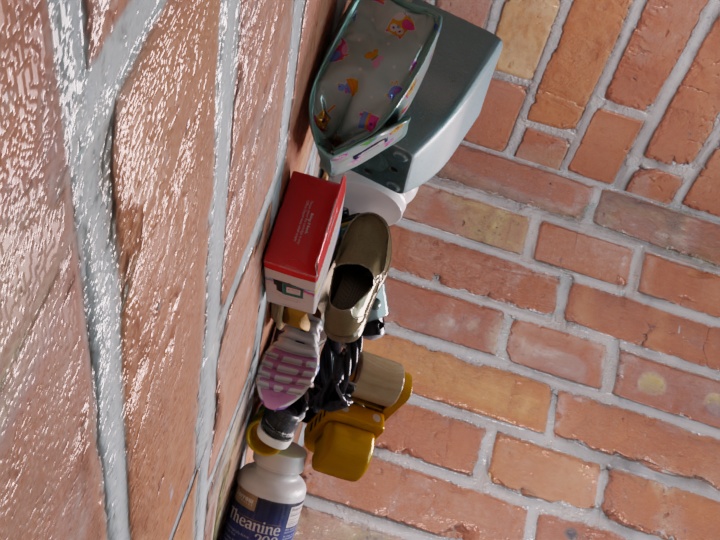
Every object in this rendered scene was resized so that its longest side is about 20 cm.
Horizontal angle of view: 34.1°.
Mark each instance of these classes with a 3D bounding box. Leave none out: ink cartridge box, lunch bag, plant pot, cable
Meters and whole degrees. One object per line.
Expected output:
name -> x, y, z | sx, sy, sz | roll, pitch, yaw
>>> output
ink cartridge box -> -0.065, -0.036, 1.371 | 0.200, 0.066, 0.118 | 101, 5, -72
lunch bag -> 0.008, -0.204, 1.331 | 0.170, 0.121, 0.202 | 133, -18, -89
plant pot -> 0.053, -0.229, 1.606 | 0.202, 0.194, 0.197 | -61, 173, -24
cable -> -0.039, 0.122, 1.685 | 0.200, 0.050, 0.166 | 139, -43, -74

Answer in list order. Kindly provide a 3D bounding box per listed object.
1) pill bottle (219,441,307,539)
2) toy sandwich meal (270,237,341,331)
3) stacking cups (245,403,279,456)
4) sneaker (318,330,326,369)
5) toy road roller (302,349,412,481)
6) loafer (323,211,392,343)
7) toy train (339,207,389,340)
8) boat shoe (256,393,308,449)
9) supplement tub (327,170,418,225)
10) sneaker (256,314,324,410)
pill bottle -> -0.147, 0.366, 1.813 | 0.111, 0.109, 0.203 | -62, 169, -81
toy sandwich meal -> -0.066, -0.001, 1.601 | 0.205, 0.069, 0.208 | 17, 90, -88
stacking cups -> -0.134, 0.215, 1.823 | 0.200, 0.060, 0.061 | -79, -175, -71
sneaker -> -0.073, 0.076, 1.895 | 0.077, 0.084, 0.203 | -61, 167, -82
toy road roller -> -0.013, 0.231, 1.812 | 0.200, 0.121, 0.148 | -49, -149, 42
loafer -> 0.000, 0.000, 1.594 | 0.068, 0.075, 0.202 | 95, 7, -61
toy train -> -0.008, 0.007, 1.747 | 0.114, 0.084, 0.203 | 20, -59, 58
boat shoe -> -0.107, 0.189, 1.734 | 0.061, 0.075, 0.201 | -60, -166, 20
supplement tub -> 0.031, -0.185, 1.773 | 0.146, 0.143, 0.202 | 103, 5, -66
sneaker -> -0.099, 0.119, 1.694 | 0.089, 0.079, 0.202 | 118, -9, -54
